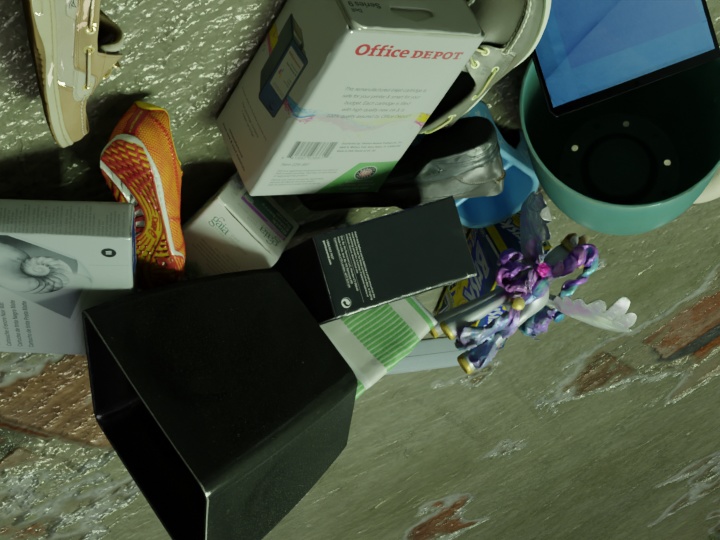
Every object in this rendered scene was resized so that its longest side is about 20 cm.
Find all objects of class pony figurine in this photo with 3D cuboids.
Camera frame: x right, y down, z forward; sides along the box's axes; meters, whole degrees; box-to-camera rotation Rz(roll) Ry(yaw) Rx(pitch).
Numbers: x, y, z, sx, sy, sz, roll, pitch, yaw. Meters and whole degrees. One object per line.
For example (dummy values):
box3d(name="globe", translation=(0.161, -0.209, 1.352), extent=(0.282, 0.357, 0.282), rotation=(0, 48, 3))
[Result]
box3d(name="pony figurine", translation=(0.170, 0.019, 1.579), extent=(0.199, 0.167, 0.193), rotation=(-34, -177, -6))

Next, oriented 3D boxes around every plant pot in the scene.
box3d(name="plant pot", translation=(-0.114, 0.116, 1.362), extent=(0.176, 0.200, 0.200), rotation=(-29, 154, -23))
box3d(name="plant pot", translation=(0.249, -0.125, 1.487), extent=(0.199, 0.202, 0.161), rotation=(-25, 160, -3))

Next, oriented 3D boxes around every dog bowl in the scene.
box3d(name="dog bowl", translation=(0.109, -0.100, 1.553), extent=(0.111, 0.050, 0.199), rotation=(-36, 151, 18))

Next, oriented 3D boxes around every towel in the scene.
box3d(name="towel", translation=(-0.039, 0.056, 1.524), extent=(0.199, 0.153, 0.023), rotation=(-37, 169, -26))

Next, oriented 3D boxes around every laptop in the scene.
box3d(name="laptop", translation=(0.228, -0.254, 1.336), extent=(0.176, 0.104, 0.201), rotation=(-21, 152, -12))

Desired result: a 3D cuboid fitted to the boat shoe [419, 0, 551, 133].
box3d(name="boat shoe", translation=(0.095, -0.187, 1.349), extent=(0.060, 0.072, 0.202), rotation=(-37, 171, -41))

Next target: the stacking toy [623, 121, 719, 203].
box3d(name="stacking toy", translation=(0.376, -0.162, 1.636), extent=(0.199, 0.146, 0.146), rotation=(-24, 160, -49))

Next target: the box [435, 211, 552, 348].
box3d(name="box", translation=(0.147, 0.014, 1.755), extent=(0.064, 0.070, 0.201), rotation=(-16, 150, -24))

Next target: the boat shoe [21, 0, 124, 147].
box3d(name="boat shoe", translation=(-0.207, -0.166, 1.145), extent=(0.068, 0.074, 0.201), rotation=(-13, 149, -13))

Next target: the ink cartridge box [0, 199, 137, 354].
box3d(name="ink cartridge box", translation=(-0.289, 0.008, 1.326), extent=(0.197, 0.041, 0.200), rotation=(3, 147, -4))

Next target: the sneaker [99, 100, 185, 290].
box3d(name="sneaker", translation=(-0.174, -0.055, 1.333), extent=(0.072, 0.078, 0.201), rotation=(17, 139, 9))

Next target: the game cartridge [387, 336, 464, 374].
box3d(name="game cartridge", translation=(0.025, 0.097, 1.727), extent=(0.132, 0.041, 0.199), rotation=(-9, 180, -35))

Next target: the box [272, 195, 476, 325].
box3d(name="box", translation=(0.000, 0.000, 1.429), extent=(0.140, 0.080, 0.200), rotation=(-14, 177, -20))

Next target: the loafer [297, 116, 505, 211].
box3d(name="loafer", translation=(0.038, -0.080, 1.448), extent=(0.198, 0.073, 0.073), rotation=(-10, 128, 19))

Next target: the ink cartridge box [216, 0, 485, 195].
box3d(name="ink cartridge box", translation=(-0.010, -0.159, 1.311), extent=(0.144, 0.088, 0.200), rotation=(-4, 146, -37))

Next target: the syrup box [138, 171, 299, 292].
box3d(name="syrup box", translation=(-0.154, 0.006, 1.442), extent=(0.200, 0.079, 0.082), rotation=(-42, -171, 25))
